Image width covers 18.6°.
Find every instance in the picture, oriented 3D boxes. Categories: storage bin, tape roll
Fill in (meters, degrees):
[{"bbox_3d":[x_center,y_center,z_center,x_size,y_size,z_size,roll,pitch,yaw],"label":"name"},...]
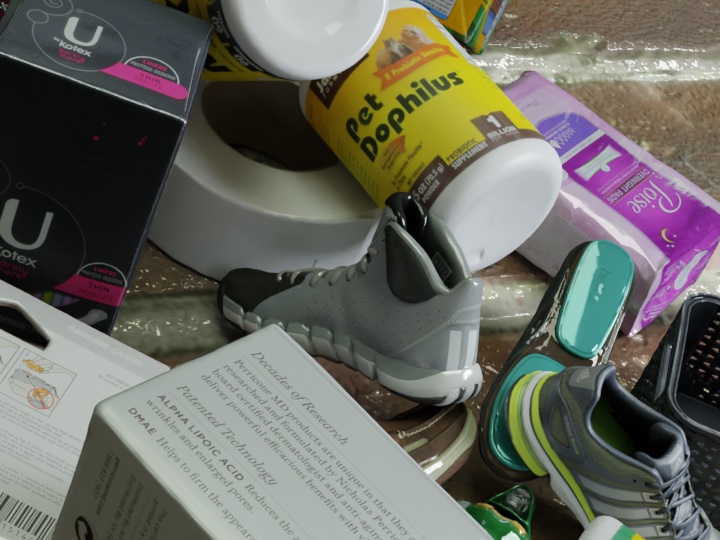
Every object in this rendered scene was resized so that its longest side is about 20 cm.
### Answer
[{"bbox_3d":[0.278,0.119,1.438,0.199,0.094,0.135,22,39,-1],"label":"storage bin"},{"bbox_3d":[-0.067,-0.078,1.498,0.202,0.071,0.203,15,40,-12],"label":"tape roll"}]

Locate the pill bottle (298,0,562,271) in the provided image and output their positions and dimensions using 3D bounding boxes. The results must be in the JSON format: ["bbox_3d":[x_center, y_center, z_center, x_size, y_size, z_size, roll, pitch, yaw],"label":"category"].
[{"bbox_3d":[0.034,-0.100,1.432,0.109,0.109,0.200,-14,52,-38],"label":"pill bottle"}]

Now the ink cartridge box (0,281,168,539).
[{"bbox_3d":[-0.232,0.078,1.248,0.199,0.045,0.176,27,40,2],"label":"ink cartridge box"}]

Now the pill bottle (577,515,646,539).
[{"bbox_3d":[0.188,0.237,1.243,0.200,0.113,0.113,34,40,11],"label":"pill bottle"}]

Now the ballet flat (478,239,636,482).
[{"bbox_3d":[0.124,0.068,1.425,0.068,0.068,0.200,35,56,-2],"label":"ballet flat"}]

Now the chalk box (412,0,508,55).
[{"bbox_3d":[0.063,-0.247,1.685,0.124,0.124,0.200,28,4,6],"label":"chalk box"}]

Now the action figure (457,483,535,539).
[{"bbox_3d":[0.052,0.180,1.289,0.118,0.055,0.200,33,36,14],"label":"action figure"}]

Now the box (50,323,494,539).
[{"bbox_3d":[-0.052,0.175,1.120,0.130,0.199,0.200,-23,58,-43],"label":"box"}]

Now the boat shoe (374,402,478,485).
[{"bbox_3d":[-0.004,0.110,1.299,0.202,0.075,0.075,-34,103,-47],"label":"boat shoe"}]

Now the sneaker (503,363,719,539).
[{"bbox_3d":[0.174,0.137,1.337,0.200,0.081,0.074,47,55,-11],"label":"sneaker"}]

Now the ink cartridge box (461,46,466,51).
[{"bbox_3d":[-0.045,-0.205,1.601,0.176,0.045,0.200,-3,20,-35],"label":"ink cartridge box"}]

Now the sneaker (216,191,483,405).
[{"bbox_3d":[0.000,0.000,1.369,0.199,0.116,0.075,20,20,32],"label":"sneaker"}]

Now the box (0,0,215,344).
[{"bbox_3d":[-0.177,-0.064,1.324,0.122,0.200,0.106,19,39,-6],"label":"box"}]

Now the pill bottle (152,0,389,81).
[{"bbox_3d":[-0.076,-0.176,1.391,0.114,0.115,0.200,-2,5,-29],"label":"pill bottle"}]

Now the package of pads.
[{"bbox_3d":[0.155,-0.053,1.580,0.200,0.076,0.120,38,44,17],"label":"package of pads"}]

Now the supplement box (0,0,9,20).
[{"bbox_3d":[-0.306,-0.136,1.450,0.199,0.061,0.109,-2,47,-28],"label":"supplement box"}]
